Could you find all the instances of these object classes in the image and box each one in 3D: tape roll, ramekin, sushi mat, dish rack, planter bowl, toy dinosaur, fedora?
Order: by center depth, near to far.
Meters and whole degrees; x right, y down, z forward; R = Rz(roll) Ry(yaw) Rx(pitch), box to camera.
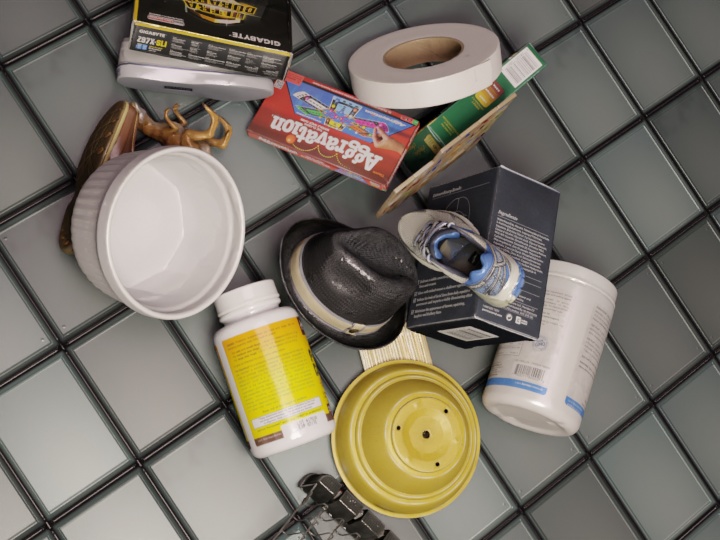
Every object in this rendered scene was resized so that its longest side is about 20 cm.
[{"bbox_3d":[-0.243,-0.048,1.387,0.200,0.105,0.201,-10,103,-45],"label":"ramekin"},{"bbox_3d":[-0.050,0.352,1.404,0.153,0.055,0.200,43,57,-4],"label":"dish rack"},{"bbox_3d":[0.000,0.000,1.460,0.200,0.092,0.201,24,49,-31],"label":"fedora"},{"bbox_3d":[0.070,0.205,1.466,0.200,0.083,0.201,3,78,-15],"label":"planter bowl"},{"bbox_3d":[-0.205,-0.148,1.492,0.200,0.060,0.106,43,94,1],"label":"toy dinosaur"},{"bbox_3d":[0.060,0.164,1.523,0.095,0.012,0.201,-13,83,-19],"label":"sushi mat"},{"bbox_3d":[0.084,-0.268,1.533,0.202,0.203,0.037,-24,123,-20],"label":"tape roll"}]

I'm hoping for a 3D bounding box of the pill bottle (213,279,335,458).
[{"bbox_3d":[-0.110,0.117,1.427,0.109,0.109,0.200,-17,85,-20],"label":"pill bottle"}]

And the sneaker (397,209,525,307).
[{"bbox_3d":[0.106,-0.032,1.401,0.085,0.200,0.077,28,92,-46],"label":"sneaker"}]

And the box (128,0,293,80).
[{"bbox_3d":[-0.187,-0.325,1.493,0.199,0.049,0.160,10,44,-15],"label":"box"}]

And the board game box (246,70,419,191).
[{"bbox_3d":[-0.035,-0.183,1.521,0.200,0.019,0.103,23,72,13],"label":"board game box"}]

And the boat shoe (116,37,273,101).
[{"bbox_3d":[-0.206,-0.259,1.496,0.199,0.074,0.066,6,81,-17],"label":"boat shoe"}]

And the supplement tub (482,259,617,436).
[{"bbox_3d":[0.246,0.102,1.532,0.132,0.132,0.200,25,72,-11],"label":"supplement tub"}]

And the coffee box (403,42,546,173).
[{"bbox_3d":[0.147,-0.216,1.573,0.200,0.123,0.044,-41,94,-19],"label":"coffee box"}]

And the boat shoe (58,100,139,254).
[{"bbox_3d":[-0.306,-0.107,1.440,0.067,0.072,0.201,23,75,-35],"label":"boat shoe"}]

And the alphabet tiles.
[{"bbox_3d":[0.103,-0.140,1.518,0.200,0.167,0.008,-39,86,-21],"label":"alphabet tiles"}]

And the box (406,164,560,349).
[{"bbox_3d":[0.155,-0.013,1.508,0.107,0.148,0.201,19,73,-29],"label":"box"}]
